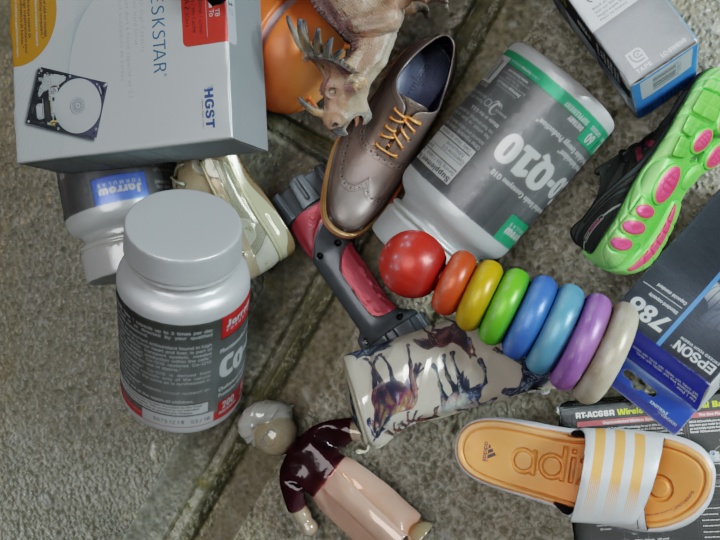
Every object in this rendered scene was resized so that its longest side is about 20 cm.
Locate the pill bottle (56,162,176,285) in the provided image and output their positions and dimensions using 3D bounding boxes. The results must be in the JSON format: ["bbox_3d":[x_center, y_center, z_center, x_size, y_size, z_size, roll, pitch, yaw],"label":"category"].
[{"bbox_3d":[-0.232,-0.092,0.921,0.114,0.114,0.200,-15,84,15],"label":"pill bottle"}]

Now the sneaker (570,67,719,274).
[{"bbox_3d":[0.241,-0.091,0.798,0.200,0.077,0.084,-51,36,-8],"label":"sneaker"}]

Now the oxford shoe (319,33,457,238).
[{"bbox_3d":[0.024,-0.122,0.842,0.071,0.073,0.200,27,81,-7],"label":"oxford shoe"}]

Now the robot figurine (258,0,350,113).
[{"bbox_3d":[-0.099,-0.217,0.886,0.200,0.144,0.117,30,128,15],"label":"robot figurine"}]

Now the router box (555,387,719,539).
[{"bbox_3d":[0.270,0.174,0.790,0.200,0.062,0.150,-7,86,16],"label":"router box"}]

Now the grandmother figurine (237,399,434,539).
[{"bbox_3d":[-0.028,0.187,0.880,0.200,0.061,0.121,37,89,12],"label":"grandmother figurine"}]

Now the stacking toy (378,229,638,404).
[{"bbox_3d":[0.108,0.024,0.748,0.200,0.085,0.085,26,95,7],"label":"stacking toy"}]

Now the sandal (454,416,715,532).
[{"bbox_3d":[0.167,0.161,0.756,0.206,0.059,0.079,4,89,22],"label":"sandal"}]

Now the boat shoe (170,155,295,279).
[{"bbox_3d":[-0.140,-0.083,0.880,0.065,0.072,0.200,-35,92,-14],"label":"boat shoe"}]

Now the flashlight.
[{"bbox_3d":[0.000,0.000,0.878,0.068,0.068,0.200,-31,80,-31],"label":"flashlight"}]

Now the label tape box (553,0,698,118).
[{"bbox_3d":[0.192,-0.231,0.787,0.063,0.144,0.200,-35,79,14],"label":"label tape box"}]

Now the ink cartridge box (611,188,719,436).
[{"bbox_3d":[0.276,0.025,0.772,0.099,0.039,0.200,39,84,28],"label":"ink cartridge box"}]

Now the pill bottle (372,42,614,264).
[{"bbox_3d":[0.109,-0.082,0.821,0.113,0.113,0.200,42,100,14],"label":"pill bottle"}]

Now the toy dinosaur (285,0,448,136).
[{"bbox_3d":[-0.013,-0.229,0.808,0.135,0.086,0.200,-21,70,-4],"label":"toy dinosaur"}]

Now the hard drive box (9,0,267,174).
[{"bbox_3d":[-0.186,-0.171,0.811,0.200,0.077,0.156,-5,87,16],"label":"hard drive box"}]

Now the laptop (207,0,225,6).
[{"bbox_3d":[-0.073,-0.329,0.767,0.177,0.200,0.103,53,144,10],"label":"laptop"}]

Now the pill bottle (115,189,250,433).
[{"bbox_3d":[-0.155,0.037,0.846,0.114,0.114,0.200,23,132,16],"label":"pill bottle"}]

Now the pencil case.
[{"bbox_3d":[0.078,0.086,0.807,0.200,0.078,0.090,-17,79,-10],"label":"pencil case"}]
